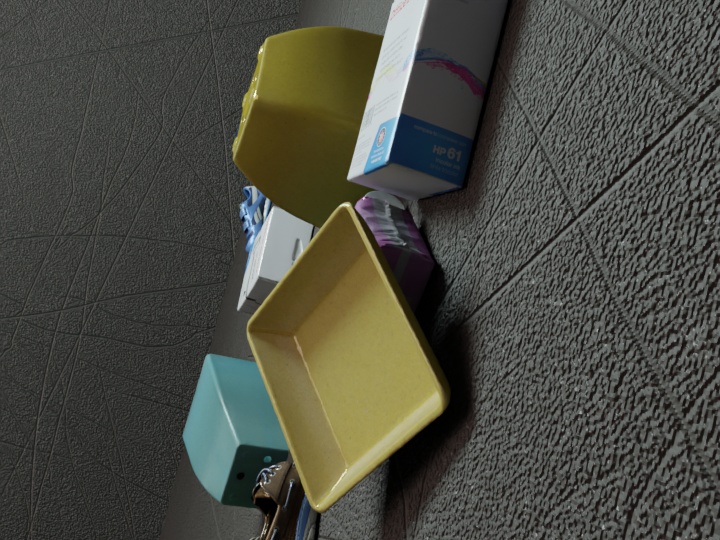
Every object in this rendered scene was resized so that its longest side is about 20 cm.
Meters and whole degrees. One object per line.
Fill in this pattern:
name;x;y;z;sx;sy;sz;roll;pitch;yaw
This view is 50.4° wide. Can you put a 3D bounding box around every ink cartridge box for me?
ink cartridge box;-0.161;-0.009;1.436;0.200;0.083;0.148;132;150;-62
ink cartridge box;0.064;-0.182;0.760;0.144;0.083;0.203;-178;102;-75

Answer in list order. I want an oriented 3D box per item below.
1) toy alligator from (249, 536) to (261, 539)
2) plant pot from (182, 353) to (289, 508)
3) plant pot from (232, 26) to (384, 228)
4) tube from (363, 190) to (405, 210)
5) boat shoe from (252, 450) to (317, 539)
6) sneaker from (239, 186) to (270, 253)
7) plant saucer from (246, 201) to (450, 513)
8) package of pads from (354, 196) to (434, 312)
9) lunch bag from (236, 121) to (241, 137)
toy alligator;-0.129;0.398;0.936;0.054;0.059;0.202;43;138;27
plant pot;-0.156;0.233;1.068;0.200;0.139;0.143;-131;58;-65
plant pot;-0.049;-0.184;0.963;0.196;0.197;0.196;122;159;-49
tube;0.000;0.000;0.906;0.078;0.050;0.202;-80;8;-50
boat shoe;-0.086;0.261;0.894;0.072;0.071;0.202;123;157;-48
sneaker;-0.297;-0.140;2.090;0.074;0.081;0.203;136;144;-61
plant saucer;-0.010;0.078;0.677;0.200;0.048;0.202;-48;56;36
package of pads;0.003;0.039;0.781;0.121;0.075;0.202;-103;31;-62
lunch bag;-0.237;-0.348;1.986;0.201;0.130;0.137;123;142;-46
